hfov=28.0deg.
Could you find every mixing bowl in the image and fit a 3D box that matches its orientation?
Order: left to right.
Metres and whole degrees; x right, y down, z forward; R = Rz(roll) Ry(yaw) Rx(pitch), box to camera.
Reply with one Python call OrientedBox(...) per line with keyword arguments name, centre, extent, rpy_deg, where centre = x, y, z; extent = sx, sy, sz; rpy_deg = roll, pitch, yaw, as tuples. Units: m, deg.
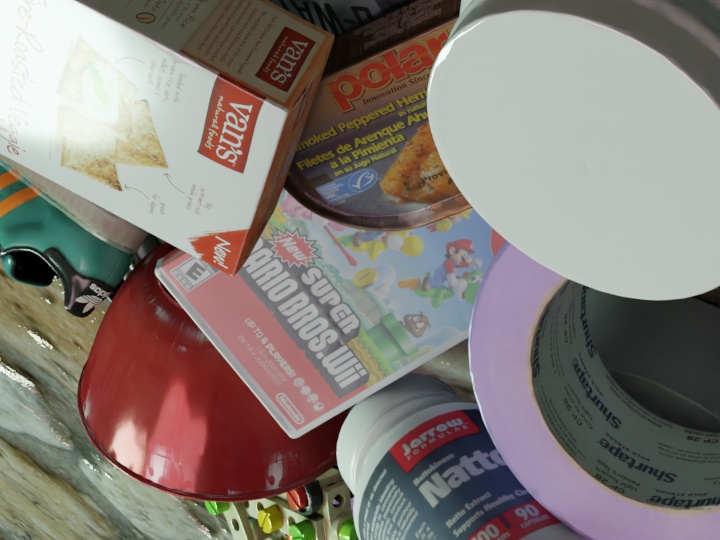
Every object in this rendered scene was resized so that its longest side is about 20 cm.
OrientedBox(name="mixing bowl", centre=(-0.088, 0.043, 0.960), extent=(0.198, 0.200, 0.109), rpy_deg=(25, 132, 19))

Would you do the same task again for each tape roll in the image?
OrientedBox(name="tape roll", centre=(0.182, 0.103, 0.862), extent=(0.199, 0.066, 0.201), rpy_deg=(27, 148, 18))
OrientedBox(name="tape roll", centre=(0.159, 0.038, 0.709), extent=(0.198, 0.085, 0.203), rpy_deg=(11, 115, 25))

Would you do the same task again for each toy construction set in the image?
OrientedBox(name="toy construction set", centre=(-0.038, 0.196, 1.061), extent=(0.198, 0.092, 0.133), rpy_deg=(5, 107, 37))

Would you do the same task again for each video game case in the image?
OrientedBox(name="video game case", centre=(0.000, 0.000, 0.844), extent=(0.199, 0.018, 0.143), rpy_deg=(-31, 114, 15))

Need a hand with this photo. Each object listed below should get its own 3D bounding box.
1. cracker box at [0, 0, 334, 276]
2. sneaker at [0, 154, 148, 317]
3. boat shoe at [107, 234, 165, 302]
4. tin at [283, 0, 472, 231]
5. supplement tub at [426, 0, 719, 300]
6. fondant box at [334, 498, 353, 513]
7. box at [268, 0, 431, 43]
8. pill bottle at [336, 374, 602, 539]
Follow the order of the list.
OrientedBox(name="cracker box", centre=(-0.123, -0.095, 0.681), extent=(0.198, 0.058, 0.134), rpy_deg=(27, 144, 2))
OrientedBox(name="sneaker", centre=(-0.230, -0.040, 0.972), extent=(0.199, 0.080, 0.071), rpy_deg=(32, -179, 34))
OrientedBox(name="boat shoe", centre=(-0.208, -0.049, 1.065), extent=(0.201, 0.062, 0.072), rpy_deg=(51, 148, -19))
OrientedBox(name="tin", centre=(0.046, -0.084, 0.709), extent=(0.198, 0.042, 0.112), rpy_deg=(-19, 137, 26))
OrientedBox(name="supplement tub", centre=(0.124, -0.103, 0.521), extent=(0.143, 0.201, 0.145), rpy_deg=(26, 147, 18))
OrientedBox(name="fondant box", centre=(-0.040, 0.121, 1.121), extent=(0.143, 0.058, 0.201), rpy_deg=(25, 148, 21))
OrientedBox(name="box", centre=(-0.048, -0.149, 0.706), extent=(0.197, 0.044, 0.161), rpy_deg=(-2, 138, 7))
OrientedBox(name="pill bottle", centre=(0.063, 0.146, 0.830), extent=(0.200, 0.119, 0.120), rpy_deg=(46, 167, 54))
